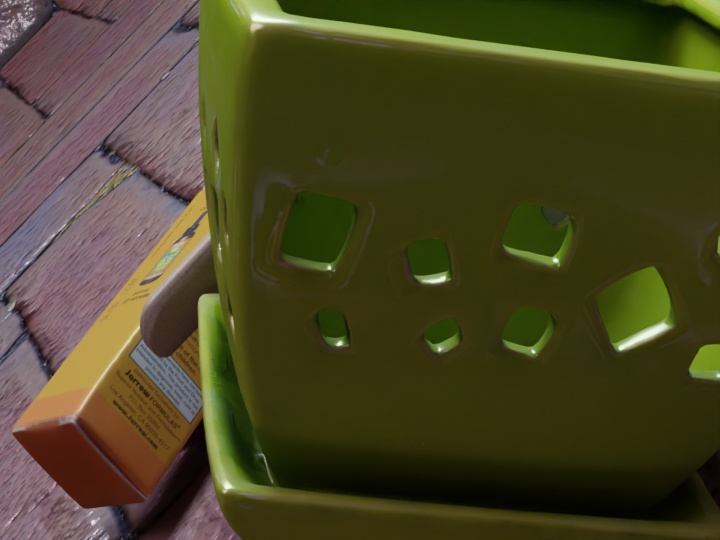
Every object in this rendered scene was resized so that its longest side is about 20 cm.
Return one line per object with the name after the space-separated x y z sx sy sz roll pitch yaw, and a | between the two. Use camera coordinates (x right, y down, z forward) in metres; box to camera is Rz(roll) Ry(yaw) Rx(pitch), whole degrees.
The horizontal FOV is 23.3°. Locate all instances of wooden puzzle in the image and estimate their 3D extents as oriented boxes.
-0.016 -0.032 0.780 0.185 0.037 0.200 -46 -1 1 | wooden puzzle

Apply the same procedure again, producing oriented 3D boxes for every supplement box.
-0.101 0.034 0.953 0.066 0.069 0.201 -14 35 47 | supplement box

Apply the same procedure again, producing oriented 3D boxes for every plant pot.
0.036 -0.008 0.599 0.200 0.197 0.183 -109 27 -68 | plant pot

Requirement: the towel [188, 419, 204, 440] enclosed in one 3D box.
-0.070 0.026 1.034 0.144 0.022 0.201 -18 32 49 | towel

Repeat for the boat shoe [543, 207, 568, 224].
0.042 0.023 0.766 0.202 0.074 0.063 -51 -9 3 | boat shoe
